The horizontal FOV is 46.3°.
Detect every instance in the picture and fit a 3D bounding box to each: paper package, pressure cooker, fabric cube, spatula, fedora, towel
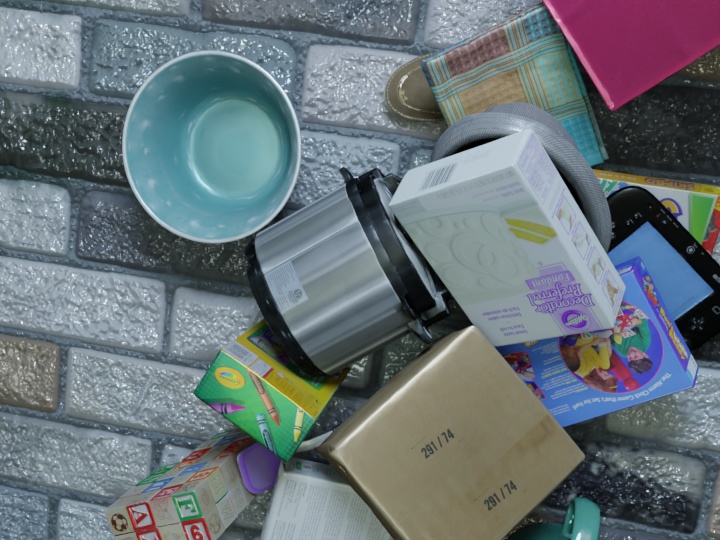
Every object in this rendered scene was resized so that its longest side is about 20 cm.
[{"bbox_3d":[0.090,0.189,0.865,0.200,0.103,0.191,-40,89,-14],"label":"paper package"},{"bbox_3d":[0.000,0.000,0.891,0.199,0.179,0.177,-29,116,9],"label":"pressure cooker"},{"bbox_3d":[0.293,-0.301,0.756,0.199,0.196,0.201,-33,92,-29],"label":"fabric cube"},{"bbox_3d":[-0.046,0.193,0.958,0.198,0.021,0.057,-20,105,-23],"label":"spatula"},{"bbox_3d":[0.163,-0.088,0.839,0.200,0.091,0.176,46,139,-17],"label":"fedora"},{"bbox_3d":[0.163,-0.162,0.872,0.146,0.022,0.201,-23,127,12],"label":"towel"}]

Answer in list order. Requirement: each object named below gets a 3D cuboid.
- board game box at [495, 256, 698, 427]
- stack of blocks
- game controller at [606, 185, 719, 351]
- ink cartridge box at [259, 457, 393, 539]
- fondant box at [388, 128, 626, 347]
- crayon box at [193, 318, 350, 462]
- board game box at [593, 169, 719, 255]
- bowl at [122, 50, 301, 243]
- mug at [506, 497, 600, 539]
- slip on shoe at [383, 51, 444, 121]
[{"bbox_3d":[0.234,0.087,0.898,0.199,0.045,0.135,-26,96,34],"label":"board game box"},{"bbox_3d":[-0.176,0.240,0.944,0.114,0.200,0.059,-17,95,21],"label":"stack of blocks"},{"bbox_3d":[0.312,0.001,0.888,0.200,0.042,0.104,42,123,-13],"label":"game controller"},{"bbox_3d":[-0.011,0.305,0.932,0.198,0.050,0.163,14,102,-10],"label":"ink cartridge box"},{"bbox_3d":[0.141,-0.022,0.803,0.143,0.058,0.200,-14,124,41],"label":"fondant box"},{"bbox_3d":[-0.088,0.119,0.915,0.118,0.200,0.059,35,102,3],"label":"crayon box"},{"bbox_3d":[0.284,-0.055,0.901,0.198,0.030,0.096,8,124,6],"label":"board game box"},{"bbox_3d":[-0.150,-0.136,0.938,0.198,0.105,0.203,1,98,10],"label":"bowl"},{"bbox_3d":[0.215,0.365,0.943,0.151,0.114,0.187,-16,96,11],"label":"mug"},{"bbox_3d":[0.121,-0.200,0.907,0.198,0.061,0.077,1,98,9],"label":"slip on shoe"}]
